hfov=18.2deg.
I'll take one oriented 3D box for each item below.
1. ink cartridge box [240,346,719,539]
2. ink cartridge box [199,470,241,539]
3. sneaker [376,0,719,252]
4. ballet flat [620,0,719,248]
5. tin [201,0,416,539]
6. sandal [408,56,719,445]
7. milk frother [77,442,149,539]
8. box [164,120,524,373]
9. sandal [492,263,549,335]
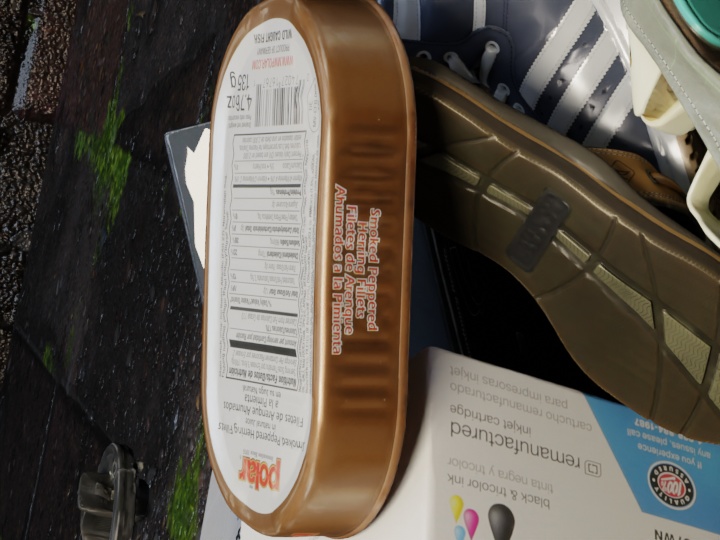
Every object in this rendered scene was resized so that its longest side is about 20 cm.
[{"bbox_3d":[0.046,0.161,0.850,0.146,0.146,0.201,-37,44,49],"label":"ink cartridge box"},{"bbox_3d":[-0.041,0.140,1.278,0.148,0.075,0.201,119,164,-47],"label":"ink cartridge box"},{"bbox_3d":[0.073,-0.070,0.885,0.201,0.108,0.070,67,-161,-6],"label":"sneaker"},{"bbox_3d":[0.129,-0.058,0.799,0.064,0.067,0.201,-50,50,31],"label":"ballet flat"},{"bbox_3d":[-0.022,-0.002,0.821,0.112,0.042,0.201,-176,87,-67],"label":"tin"},{"bbox_3d":[0.085,-0.015,0.833,0.055,0.200,0.082,-50,-5,-42],"label":"sandal"},{"bbox_3d":[-0.035,0.177,1.009,0.180,0.187,0.201,-36,42,43],"label":"milk frother"},{"bbox_3d":[0.000,0.000,1.015,0.200,0.106,0.149,-5,-98,-80],"label":"box"},{"bbox_3d":[0.094,-0.026,1.052,0.200,0.045,0.075,-81,13,-69],"label":"sandal"}]
